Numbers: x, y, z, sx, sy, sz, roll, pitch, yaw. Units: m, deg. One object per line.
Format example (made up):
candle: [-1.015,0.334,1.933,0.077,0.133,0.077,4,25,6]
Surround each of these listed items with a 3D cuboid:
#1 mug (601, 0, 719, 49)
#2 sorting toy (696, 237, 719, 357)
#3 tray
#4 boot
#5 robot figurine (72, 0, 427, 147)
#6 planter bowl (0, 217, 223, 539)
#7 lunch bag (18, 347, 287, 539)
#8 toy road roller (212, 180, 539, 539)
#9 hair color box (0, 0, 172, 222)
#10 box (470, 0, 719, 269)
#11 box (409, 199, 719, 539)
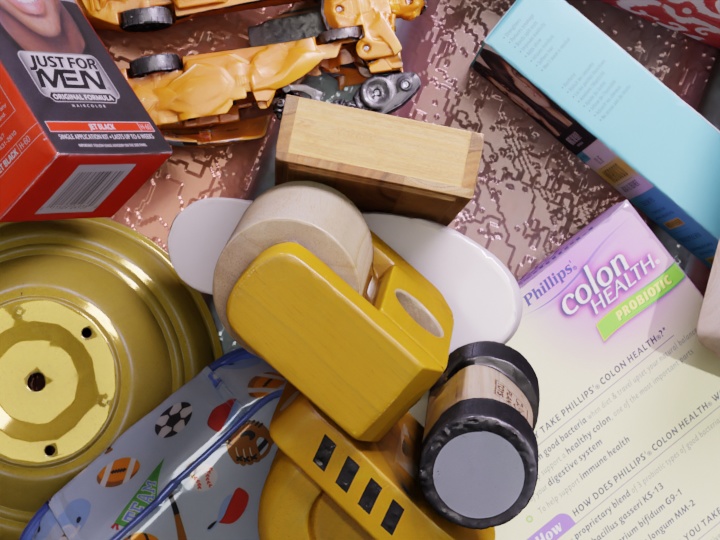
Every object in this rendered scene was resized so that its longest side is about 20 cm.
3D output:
mug: [0.186,-0.219,1.074,0.199,0.133,0.178,25,87,-4]
sorting toy: [0.283,-0.019,1.023,0.200,0.069,0.200,30,73,-43]
tray: [0.004,-0.050,1.015,0.098,0.200,0.037,11,84,-2]
boot: [0.000,0.000,1.042,0.199,0.090,0.073,16,93,17]
robot figurine: [-0.061,-0.138,1.091,0.199,0.058,0.146,-9,87,-2]
planter bowl: [-0.176,0.063,1.059,0.199,0.083,0.202,0,87,-2]
lunch bag: [-0.080,0.151,1.039,0.200,0.076,0.160,-40,126,-3]
toy road roller: [-0.011,0.070,0.929,0.200,0.123,0.146,44,105,-7]
hair color box: [-0.198,-0.123,1.034,0.061,0.101,0.200,-43,72,26]
box: [0.156,-0.077,1.084,0.200,0.082,0.049,40,86,1]
box: [0.135,0.096,1.064,0.176,0.097,0.200,-38,89,-4]
